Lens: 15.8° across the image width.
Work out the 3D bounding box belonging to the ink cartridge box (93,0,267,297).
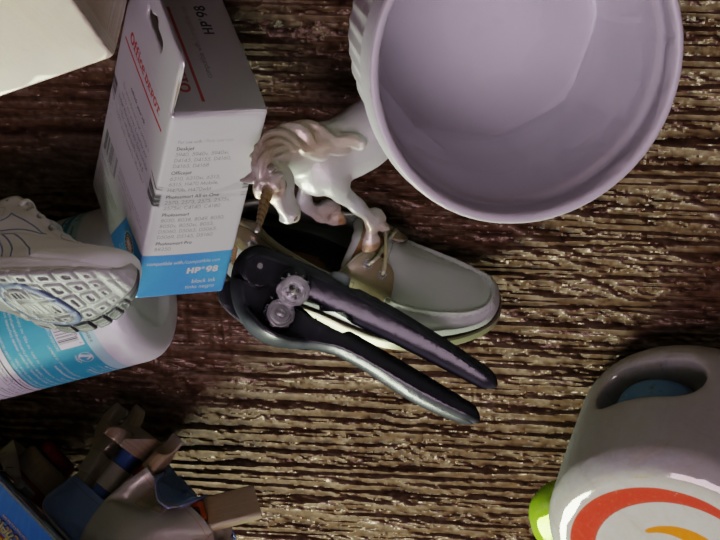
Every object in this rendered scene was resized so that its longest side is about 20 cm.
[{"bbox_3d":[-0.115,-0.094,1.676,0.066,0.116,0.201,-3,135,-21],"label":"ink cartridge box"}]

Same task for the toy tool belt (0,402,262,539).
[{"bbox_3d":[-0.165,0.162,1.917,0.123,0.200,0.125,-45,141,-7],"label":"toy tool belt"}]

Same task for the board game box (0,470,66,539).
[{"bbox_3d":[-0.246,0.202,1.877,0.200,0.056,0.196,42,172,25],"label":"board game box"}]

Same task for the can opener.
[{"bbox_3d":[0.000,0.041,1.738,0.199,0.079,0.064,23,93,-4],"label":"can opener"}]

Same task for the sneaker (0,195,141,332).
[{"bbox_3d":[-0.224,-0.011,1.712,0.199,0.087,0.075,3,149,34],"label":"sneaker"}]

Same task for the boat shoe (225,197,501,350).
[{"bbox_3d":[0.000,0.000,1.776,0.199,0.075,0.069,9,137,3],"label":"boat shoe"}]

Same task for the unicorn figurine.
[{"bbox_3d":[-0.003,-0.072,1.672,0.074,0.200,0.138,31,161,36],"label":"unicorn figurine"}]

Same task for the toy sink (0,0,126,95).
[{"bbox_3d":[-0.247,-0.218,1.604,0.130,0.112,0.200,-17,131,22],"label":"toy sink"}]

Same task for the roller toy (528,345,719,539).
[{"bbox_3d":[0.235,0.151,1.825,0.199,0.140,0.183,24,137,1],"label":"roller toy"}]

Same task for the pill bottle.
[{"bbox_3d":[-0.236,0.029,1.815,0.199,0.111,0.111,-14,127,21],"label":"pill bottle"}]

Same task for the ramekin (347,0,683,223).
[{"bbox_3d":[0.086,-0.138,1.580,0.199,0.105,0.201,-5,109,-15],"label":"ramekin"}]
